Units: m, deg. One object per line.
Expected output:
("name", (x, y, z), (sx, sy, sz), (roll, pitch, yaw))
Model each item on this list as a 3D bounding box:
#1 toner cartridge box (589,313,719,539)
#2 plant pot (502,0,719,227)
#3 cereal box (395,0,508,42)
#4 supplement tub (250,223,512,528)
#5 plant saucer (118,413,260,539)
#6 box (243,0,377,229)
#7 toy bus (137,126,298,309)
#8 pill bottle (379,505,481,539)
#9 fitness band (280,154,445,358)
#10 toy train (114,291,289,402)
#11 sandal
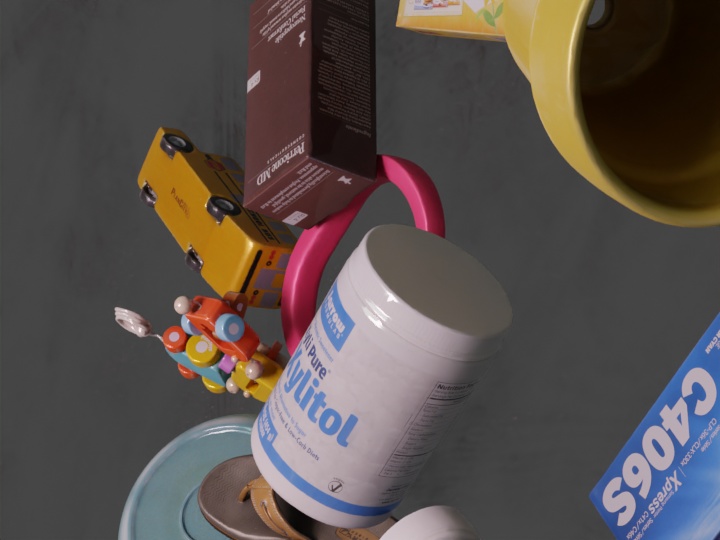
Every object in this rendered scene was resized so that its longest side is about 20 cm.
("toner cartridge box", (0.228, 0.104, 1.099), (0.201, 0.043, 0.095), (-60, 44, 28))
("plant pot", (0.180, -0.149, 1.106), (0.189, 0.199, 0.203), (-137, 61, -64))
("cereal box", (0.098, -0.278, 1.348), (0.143, 0.039, 0.202), (16, 97, 53))
("supplement tub", (0.013, 0.081, 1.329), (0.201, 0.131, 0.132), (-61, 42, 28))
("plant saucer", (-0.117, 0.204, 1.473), (0.198, 0.027, 0.202), (-11, 55, 16))
("box", (-0.042, -0.148, 1.460), (0.100, 0.074, 0.202), (-33, 50, 46))
("toy bus", (-0.127, -0.050, 1.580), (0.200, 0.078, 0.066), (51, 124, 44))
("pill bottle", (0.085, 0.260, 1.220), (0.200, 0.112, 0.113), (53, 125, 43))
("fitness band", (0.000, 0.000, 1.442), (0.201, 0.037, 0.144), (-55, 42, 31))
("toy train", (-0.124, 0.053, 1.526), (0.199, 0.150, 0.056), (3, 54, 57))
("sandal", (-0.047, 0.190, 1.398), (0.199, 0.055, 0.082), (22, 63, 35))
